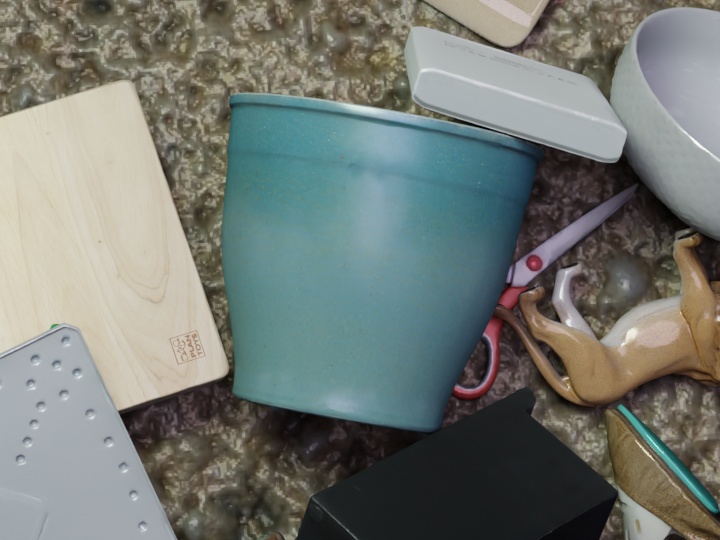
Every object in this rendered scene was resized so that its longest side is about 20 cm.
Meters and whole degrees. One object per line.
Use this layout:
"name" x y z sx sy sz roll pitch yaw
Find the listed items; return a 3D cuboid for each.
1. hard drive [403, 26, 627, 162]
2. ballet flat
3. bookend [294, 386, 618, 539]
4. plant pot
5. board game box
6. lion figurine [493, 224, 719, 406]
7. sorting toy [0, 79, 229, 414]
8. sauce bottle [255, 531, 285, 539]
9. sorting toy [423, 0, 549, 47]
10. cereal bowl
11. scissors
"hard drive" 0.094 -0.114 1.715 0.131 0.200 0.026 17 102 -4
"ballet flat" 0.218 0.175 1.748 0.200 0.068 0.072 41 96 -2
"bookend" 0.092 0.193 1.627 0.199 0.092 0.200 40 42 26
"plant pot" 0.000 0.000 1.686 0.199 0.200 0.189 11 88 -5
"board game box" -0.227 0.156 1.654 0.199 0.026 0.201 -26 111 -8
"lion figurine" 0.189 0.046 1.766 0.199 0.072 0.123 -17 98 3
"sorting toy" -0.209 0.007 1.713 0.198 0.070 0.201 -18 82 -11
"sauce bottle" -0.024 0.261 1.692 0.065 0.065 0.200 -31 86 -12
"sorting toy" 0.076 -0.276 1.829 0.185 0.036 0.200 31 81 -1
"cereal bowl" 0.246 -0.077 1.756 0.199 0.083 0.200 20 35 -14
"scissors" 0.101 -0.002 1.784 0.073 0.014 0.200 38 78 3
